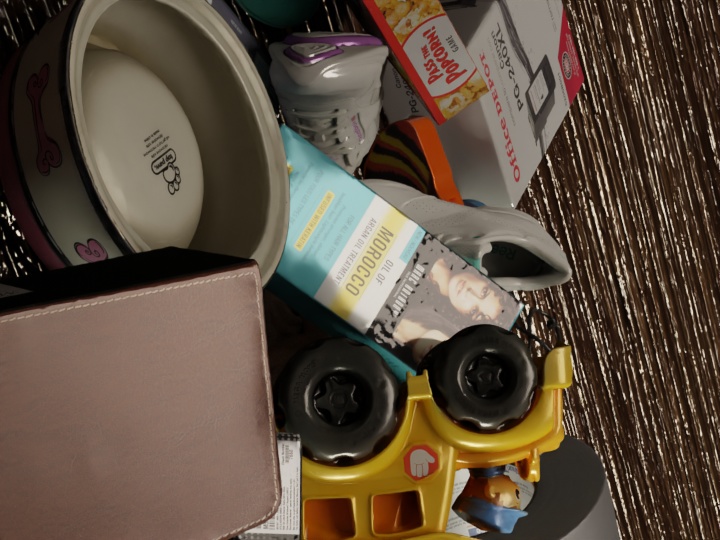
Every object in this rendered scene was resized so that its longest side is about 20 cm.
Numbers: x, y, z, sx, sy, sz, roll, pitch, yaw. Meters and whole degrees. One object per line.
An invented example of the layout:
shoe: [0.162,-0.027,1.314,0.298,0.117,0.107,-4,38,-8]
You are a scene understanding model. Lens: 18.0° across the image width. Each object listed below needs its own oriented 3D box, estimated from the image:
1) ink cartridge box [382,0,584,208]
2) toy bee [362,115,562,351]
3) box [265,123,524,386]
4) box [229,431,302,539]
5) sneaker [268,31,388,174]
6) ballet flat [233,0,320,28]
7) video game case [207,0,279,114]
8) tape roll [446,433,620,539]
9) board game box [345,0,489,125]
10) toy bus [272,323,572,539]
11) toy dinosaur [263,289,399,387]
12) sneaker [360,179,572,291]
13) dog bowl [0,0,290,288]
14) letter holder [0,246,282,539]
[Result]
ink cartridge box: [0.095,-0.154,1.769,0.200,0.083,0.146,-60,138,-48]
toy bee: [0.047,-0.005,1.662,0.131,0.109,0.201,17,47,-54]
box: [0.000,0.000,1.424,0.200,0.049,0.082,36,74,-17]
box: [-0.086,0.197,1.261,0.047,0.193,0.201,6,79,-25]
sneaker: [-0.016,-0.108,1.518,0.200,0.075,0.100,2,92,-80]
ballet flat: [-0.082,-0.222,1.452,0.071,0.069,0.200,63,13,24]
video game case: [-0.103,-0.077,1.435,0.143,0.019,0.201,49,46,-51]
tape roll: [0.078,0.185,1.563,0.200,0.200,0.066,-51,132,-53]
board game box: [0.002,-0.212,1.532,0.200,0.046,0.152,55,1,-43]
toy bus: [0.030,0.132,1.327,0.136,0.199,0.193,120,-37,-81]
toy dinosaur: [-0.039,0.081,1.488,0.200,0.135,0.086,54,-7,-15]
sneaker: [0.050,-0.016,1.551,0.088,0.199,0.076,-138,-128,-66]
dog bowl: [-0.127,-0.067,1.287,0.200,0.074,0.201,34,47,-47]
letter holder: [-0.151,0.077,1.130,0.199,0.100,0.143,-12,100,-30]
